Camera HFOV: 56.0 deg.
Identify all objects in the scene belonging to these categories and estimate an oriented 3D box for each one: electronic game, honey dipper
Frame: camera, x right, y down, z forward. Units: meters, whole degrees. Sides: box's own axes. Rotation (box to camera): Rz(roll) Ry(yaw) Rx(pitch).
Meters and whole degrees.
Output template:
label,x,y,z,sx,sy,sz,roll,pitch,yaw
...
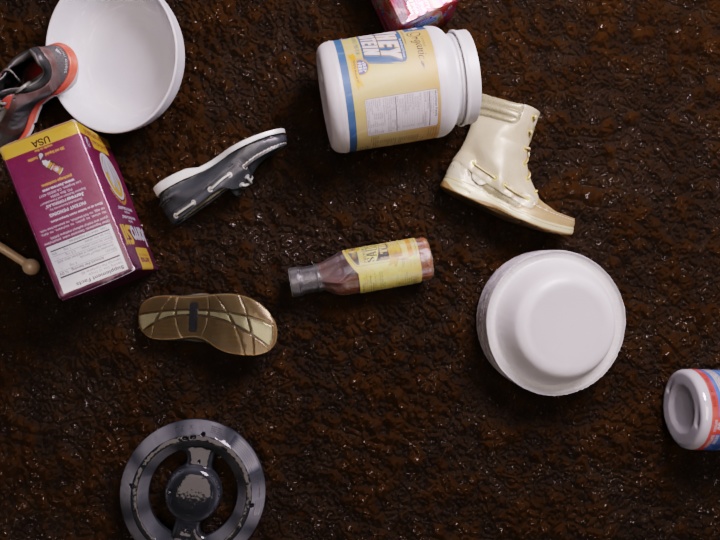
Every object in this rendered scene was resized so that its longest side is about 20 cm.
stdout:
label,x,y,z,sx,sy,sz,roll,pitch,yaw
electronic game,-0.230,0.306,0.935,0.198,0.042,0.202,0,88,-5
honey dipper,-0.523,-0.056,0.916,0.199,0.038,0.038,34,88,-5

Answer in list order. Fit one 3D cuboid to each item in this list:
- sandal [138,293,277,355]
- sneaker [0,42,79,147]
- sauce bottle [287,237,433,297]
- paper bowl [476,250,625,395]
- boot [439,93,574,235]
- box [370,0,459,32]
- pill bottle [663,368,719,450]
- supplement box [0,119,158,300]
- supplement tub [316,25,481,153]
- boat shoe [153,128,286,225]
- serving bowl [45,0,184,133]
label,x,y,z,sx,sy,sz,roll,pitch,yaw
sandal,-0.207,0.071,0.935,0.198,0.054,0.081,4,84,11
sneaker,-0.457,-0.227,0.875,0.200,0.082,0.077,-38,88,19
sauce bottle,0.000,0.000,0.939,0.198,0.066,0.067,-11,91,-6
paper bowl,0.268,0.073,0.941,0.199,0.104,0.203,0,91,-5
boot,0.230,-0.147,0.952,0.198,0.073,0.157,23,91,1
box,0.049,-0.426,0.924,0.095,0.100,0.201,-26,91,-3
pill bottle,0.548,0.198,0.956,0.198,0.112,0.113,2,90,-3
supplement box,-0.359,-0.074,0.880,0.102,0.131,0.202,-21,93,-4
supplement tub,0.048,-0.242,0.902,0.198,0.145,0.146,-10,91,-4
boat shoe,-0.182,-0.128,0.925,0.199,0.076,0.061,-26,91,8
serving bowl,-0.315,-0.285,0.901,0.198,0.066,0.202,3,100,16
